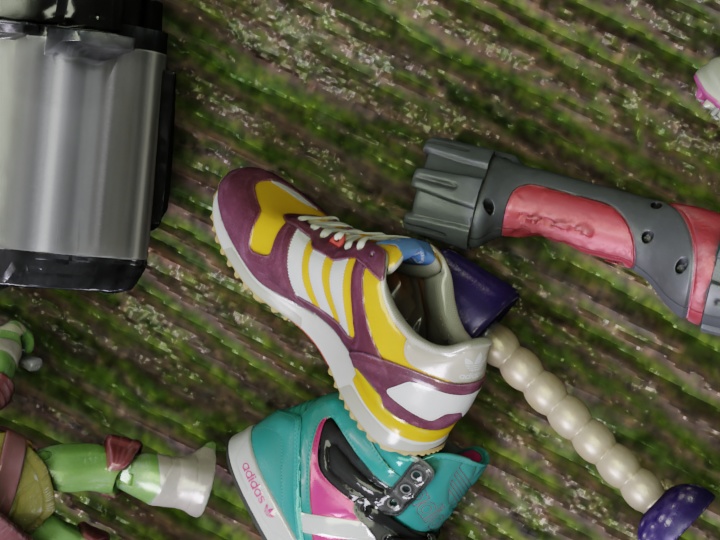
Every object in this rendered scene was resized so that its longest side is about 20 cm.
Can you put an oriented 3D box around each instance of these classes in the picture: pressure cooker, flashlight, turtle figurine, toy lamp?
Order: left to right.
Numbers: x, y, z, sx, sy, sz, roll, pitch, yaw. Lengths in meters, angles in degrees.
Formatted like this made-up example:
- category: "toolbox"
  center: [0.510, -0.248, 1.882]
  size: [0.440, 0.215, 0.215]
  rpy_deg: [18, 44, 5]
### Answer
- category: "pressure cooker"
  center: [-0.190, -0.092, 1.590]
  size: [0.175, 0.179, 0.201]
  rpy_deg: [5, 91, 12]
- category: "turtle figurine"
  center: [-0.188, 0.110, 1.640]
  size: [0.193, 0.200, 0.145]
  rpy_deg: [19, 69, -11]
- category: "toy lamp"
  center: [0.105, 0.069, 1.604]
  size: [0.200, 0.058, 0.058]
  rpy_deg: [43, 96, 5]
- category: "flashlight"
  center: [0.124, -0.017, 1.596]
  size: [0.199, 0.068, 0.068]
  rpy_deg: [14, 94, 8]

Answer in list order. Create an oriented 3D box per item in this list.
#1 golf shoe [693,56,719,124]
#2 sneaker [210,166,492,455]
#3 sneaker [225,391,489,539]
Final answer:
- category: "golf shoe"
  center: [0.275, -0.070, 1.571]
  size: [0.200, 0.075, 0.092]
  rpy_deg: [37, 91, 6]
- category: "sneaker"
  center: [0.000, 0.000, 1.582]
  size: [0.200, 0.075, 0.090]
  rpy_deg: [49, 129, 24]
- category: "sneaker"
  center: [0.026, 0.146, 1.605]
  size: [0.120, 0.084, 0.201]
  rpy_deg: [-34, 83, 17]
